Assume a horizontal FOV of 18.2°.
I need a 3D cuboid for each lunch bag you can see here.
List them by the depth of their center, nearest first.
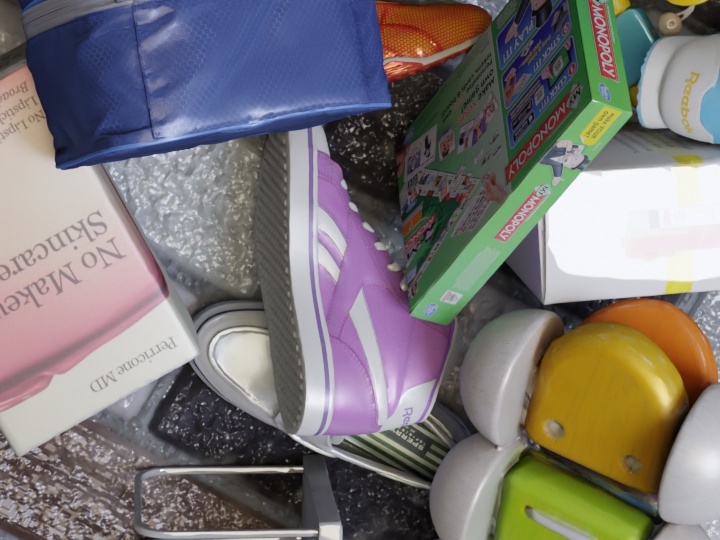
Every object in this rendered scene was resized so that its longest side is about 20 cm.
[{"bbox_3d":[-0.080,-0.137,1.230,0.200,0.136,0.133,-12,92,-28],"label":"lunch bag"}]

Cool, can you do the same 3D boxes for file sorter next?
[{"bbox_3d":[-0.079,0.228,1.379,0.124,0.139,0.201,1,102,-6],"label":"file sorter"}]

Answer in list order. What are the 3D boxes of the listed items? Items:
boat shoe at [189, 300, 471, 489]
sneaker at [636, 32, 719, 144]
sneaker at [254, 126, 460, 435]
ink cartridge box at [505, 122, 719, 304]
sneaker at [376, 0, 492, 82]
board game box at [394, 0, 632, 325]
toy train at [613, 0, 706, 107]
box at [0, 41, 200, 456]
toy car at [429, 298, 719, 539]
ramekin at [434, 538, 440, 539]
[{"bbox_3d":[-0.013,0.077,1.392,0.200,0.067,0.074,23,97,-13],"label":"boat shoe"},{"bbox_3d":[0.252,-0.117,1.350,0.200,0.081,0.077,-26,125,-42],"label":"sneaker"},{"bbox_3d":[0.000,0.000,1.362,0.114,0.073,0.201,-2,78,-20],"label":"sneaker"},{"bbox_3d":[0.188,-0.040,1.361,0.199,0.145,0.084,-4,103,-8],"label":"ink cartridge box"},{"bbox_3d":[-0.018,-0.144,1.343,0.199,0.073,0.077,-8,94,-10],"label":"sneaker"},{"bbox_3d":[0.082,-0.079,1.292,0.029,0.135,0.200,16,137,-24],"label":"board game box"},{"bbox_3d":[0.150,-0.191,1.372,0.150,0.056,0.200,23,109,12],"label":"toy train"},{"bbox_3d":[-0.197,-0.015,1.320,0.128,0.109,0.200,-30,105,-3],"label":"box"},{"bbox_3d":[0.148,0.108,1.322,0.175,0.150,0.200,24,119,21],"label":"toy car"},{"bbox_3d":[0.084,0.262,1.433,0.200,0.098,0.201,-2,103,-9],"label":"ramekin"}]
